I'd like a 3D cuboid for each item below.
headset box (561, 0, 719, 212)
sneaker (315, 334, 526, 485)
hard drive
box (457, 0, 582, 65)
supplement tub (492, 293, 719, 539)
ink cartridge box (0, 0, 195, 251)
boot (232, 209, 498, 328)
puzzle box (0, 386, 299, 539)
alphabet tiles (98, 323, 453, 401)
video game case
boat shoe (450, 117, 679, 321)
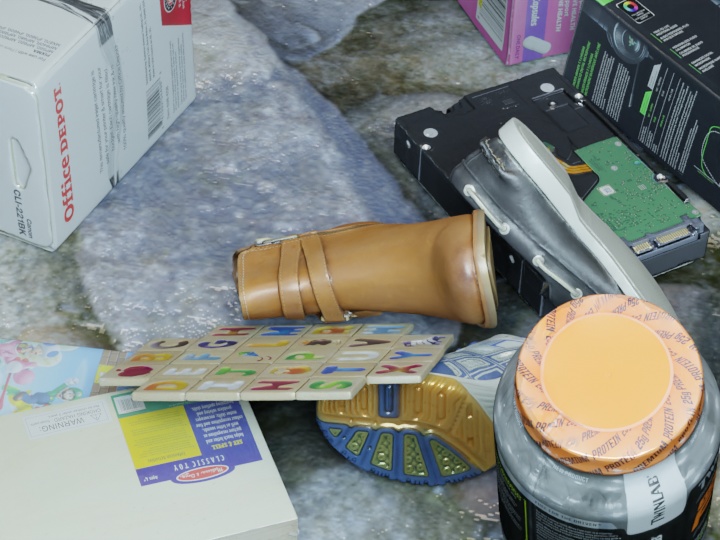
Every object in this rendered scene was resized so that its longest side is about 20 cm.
[{"bbox_3d":[0.271,-0.153,1.509,0.174,0.093,0.200,-29,58,-30],"label":"headset box"},{"bbox_3d":[0.071,0.080,1.290,0.200,0.075,0.088,2,27,-5],"label":"sneaker"},{"bbox_3d":[0.131,-0.058,1.457,0.140,0.038,0.200,-20,46,-23],"label":"hard drive"},{"bbox_3d":[0.187,-0.270,1.590,0.200,0.176,0.097,-14,44,-18],"label":"box"},{"bbox_3d":[0.134,0.101,1.143,0.122,0.200,0.123,-2,61,4],"label":"supplement tub"},{"bbox_3d":[-0.200,-0.133,1.446,0.084,0.144,0.200,17,44,19],"label":"ink cartridge box"},{"bbox_3d":[0.000,0.000,1.307,0.155,0.077,0.200,-5,11,-9],"label":"boot"},{"bbox_3d":[-0.149,0.129,1.221,0.200,0.025,0.133,-11,43,-15],"label":"puzzle box"},{"bbox_3d":[-0.050,0.054,1.271,0.200,0.006,0.166,-1,12,15],"label":"alphabet tiles"},{"bbox_3d":[-0.226,0.096,1.286,0.200,0.017,0.143,6,42,4],"label":"video game case"},{"bbox_3d":[0.137,-0.004,1.332,0.060,0.200,0.074,-37,13,16],"label":"boat shoe"}]
